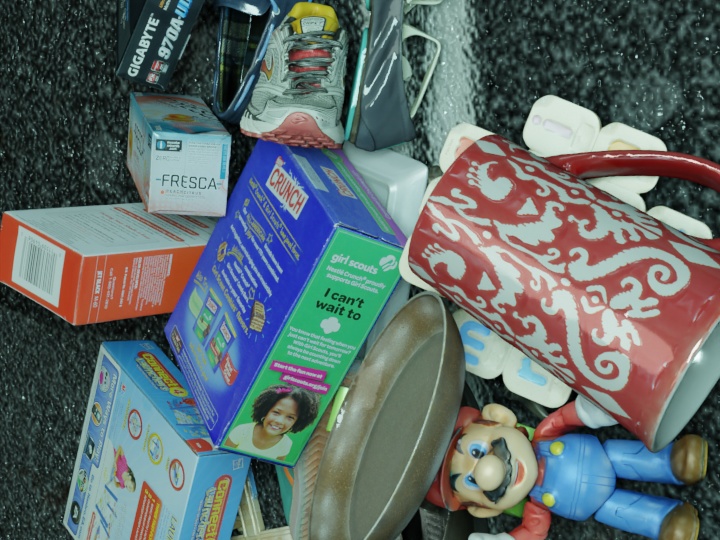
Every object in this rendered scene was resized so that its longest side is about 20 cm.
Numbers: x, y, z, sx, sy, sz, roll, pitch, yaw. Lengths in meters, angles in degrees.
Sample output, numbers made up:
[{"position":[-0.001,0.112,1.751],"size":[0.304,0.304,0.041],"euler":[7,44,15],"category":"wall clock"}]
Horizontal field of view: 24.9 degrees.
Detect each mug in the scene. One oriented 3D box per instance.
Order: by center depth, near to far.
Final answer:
[{"position":[0.152,-0.002,1.062],"size":[0.200,0.177,0.134],"euler":[32,133,20],"category":"mug"}]

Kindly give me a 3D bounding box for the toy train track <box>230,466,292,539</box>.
[{"position":[-0.109,0.202,1.434],"size":[0.115,0.032,0.201],"euler":[-19,82,43],"category":"toy train track"}]

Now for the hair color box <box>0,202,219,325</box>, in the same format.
[{"position":[-0.189,-0.010,1.362],"size":[0.111,0.200,0.064],"euler":[25,112,38],"category":"hair color box"}]

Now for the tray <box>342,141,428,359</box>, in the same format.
[{"position":[0.000,0.000,1.296],"size":[0.107,0.022,0.201],"euler":[27,114,48],"category":"tray"}]

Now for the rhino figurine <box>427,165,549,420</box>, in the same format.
[{"position":[0.115,0.012,1.172],"size":[0.087,0.060,0.201],"euler":[-14,88,25],"category":"rhino figurine"}]

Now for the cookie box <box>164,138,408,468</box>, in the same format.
[{"position":[-0.060,0.017,1.243],"size":[0.200,0.075,0.171],"euler":[-61,32,20],"category":"cookie box"}]

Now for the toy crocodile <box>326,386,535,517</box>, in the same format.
[{"position":[0.072,0.128,1.191],"size":[0.199,0.062,0.068],"euler":[19,82,10],"category":"toy crocodile"}]

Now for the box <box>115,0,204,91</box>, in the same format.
[{"position":[-0.152,-0.264,1.327],"size":[0.200,0.046,0.159],"euler":[-99,32,-51],"category":"box"}]

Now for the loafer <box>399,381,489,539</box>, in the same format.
[{"position":[0.053,0.161,1.246],"size":[0.073,0.071,0.201],"euler":[-14,86,44],"category":"loafer"}]

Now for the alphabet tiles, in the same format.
[{"position":[0.132,-0.013,1.126],"size":[0.195,0.015,0.201],"euler":[23,101,12],"category":"alphabet tiles"}]

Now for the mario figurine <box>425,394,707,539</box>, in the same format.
[{"position":[0.128,0.142,1.092],"size":[0.199,0.124,0.106],"euler":[6,142,7],"category":"mario figurine"}]

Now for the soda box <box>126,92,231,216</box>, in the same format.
[{"position":[-0.152,-0.098,1.343],"size":[0.200,0.063,0.069],"euler":[-131,45,-70],"category":"soda box"}]

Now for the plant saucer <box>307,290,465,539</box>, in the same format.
[{"position":[0.021,0.111,1.101],"size":[0.201,0.032,0.200],"euler":[-60,14,26],"category":"plant saucer"}]

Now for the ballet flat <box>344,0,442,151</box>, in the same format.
[{"position":[0.029,-0.188,1.226],"size":[0.073,0.073,0.201],"euler":[15,105,41],"category":"ballet flat"}]

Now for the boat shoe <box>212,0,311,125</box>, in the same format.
[{"position":[-0.081,-0.214,1.319],"size":[0.084,0.069,0.201],"euler":[10,103,42],"category":"boat shoe"}]

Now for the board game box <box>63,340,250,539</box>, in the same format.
[{"position":[-0.187,0.196,1.465],"size":[0.196,0.056,0.201],"euler":[41,123,45],"category":"board game box"}]

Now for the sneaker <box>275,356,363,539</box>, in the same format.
[{"position":[-0.035,0.135,1.311],"size":[0.080,0.071,0.201],"euler":[-122,35,-44],"category":"sneaker"}]

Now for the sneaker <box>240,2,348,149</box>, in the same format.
[{"position":[-0.047,-0.148,1.224],"size":[0.200,0.078,0.082],"euler":[-96,14,-64],"category":"sneaker"}]
